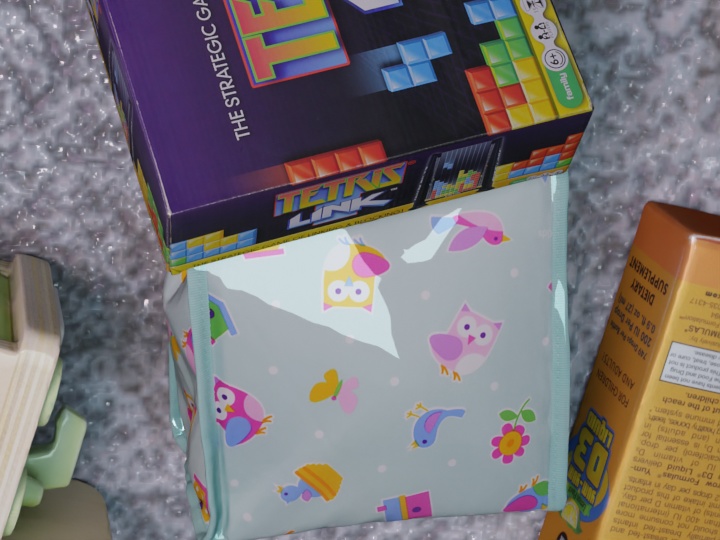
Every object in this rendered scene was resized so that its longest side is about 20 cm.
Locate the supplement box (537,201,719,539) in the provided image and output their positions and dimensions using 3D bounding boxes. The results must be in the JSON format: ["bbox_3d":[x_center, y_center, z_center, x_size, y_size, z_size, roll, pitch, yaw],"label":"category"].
[{"bbox_3d":[0.141,0.075,0.863,0.068,0.067,0.202,11,103,-15],"label":"supplement box"}]

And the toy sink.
[{"bbox_3d":[-0.182,0.050,0.754,0.198,0.130,0.113,17,102,-15],"label":"toy sink"}]

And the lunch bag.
[{"bbox_3d":[0.000,0.000,0.783,0.169,0.122,0.202,-5,113,-10],"label":"lunch bag"}]

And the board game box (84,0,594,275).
[{"bbox_3d":[-0.023,-0.117,0.713,0.164,0.057,0.201,-15,69,-13],"label":"board game box"}]
